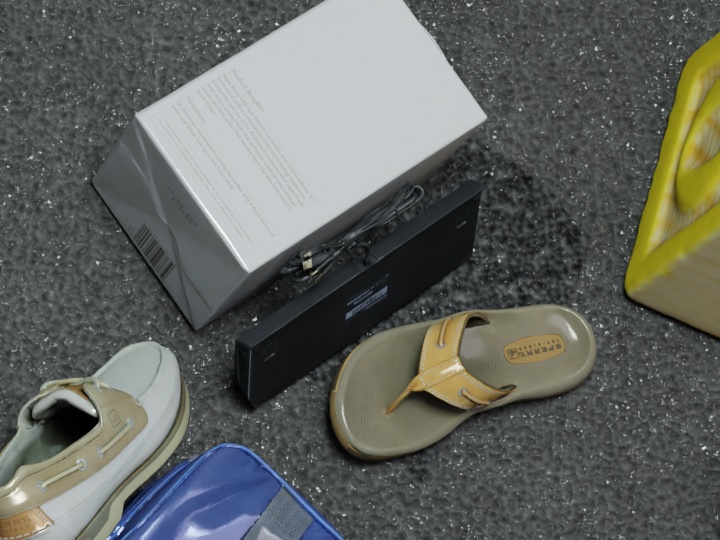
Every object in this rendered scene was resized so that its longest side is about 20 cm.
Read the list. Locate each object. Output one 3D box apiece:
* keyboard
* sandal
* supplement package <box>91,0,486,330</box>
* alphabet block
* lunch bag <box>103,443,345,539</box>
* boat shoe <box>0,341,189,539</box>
[{"bbox_3d":[0.000,0.000,1.640,0.200,0.127,0.021,-35,62,-27],"label":"keyboard"},{"bbox_3d":[0.070,0.061,1.679,0.199,0.054,0.081,-15,78,-24],"label":"sandal"},{"bbox_3d":[-0.045,-0.075,1.645,0.200,0.120,0.121,-33,84,-26],"label":"supplement package"},{"bbox_3d":[0.318,-0.055,1.736,0.199,0.195,0.197,23,64,-11],"label":"alphabet block"},{"bbox_3d":[-0.105,0.205,1.523,0.136,0.132,0.200,42,63,-3],"label":"lunch bag"},{"bbox_3d":[-0.158,0.095,1.534,0.069,0.074,0.200,65,28,-26],"label":"boat shoe"}]
